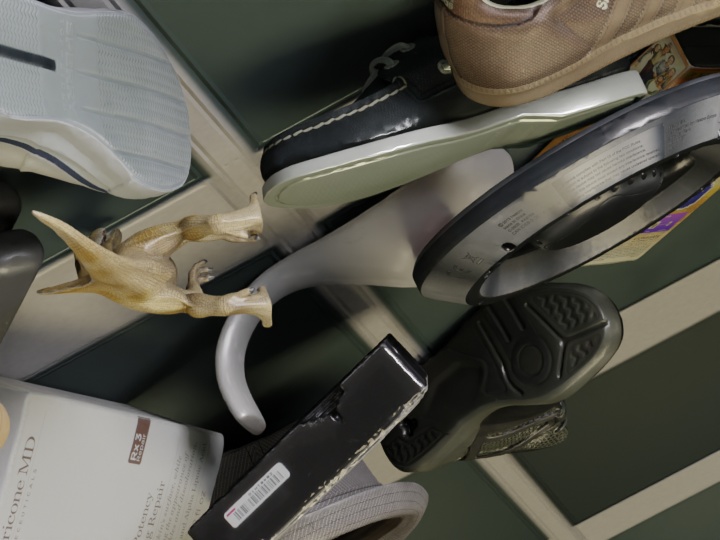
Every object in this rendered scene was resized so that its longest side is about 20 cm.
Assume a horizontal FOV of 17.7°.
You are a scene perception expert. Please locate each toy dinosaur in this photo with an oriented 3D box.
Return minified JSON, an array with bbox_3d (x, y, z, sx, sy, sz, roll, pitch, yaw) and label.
[{"bbox_3d":[-0.090,0.001,0.994,0.101,0.059,0.200,-7,179,-4],"label":"toy dinosaur"}]

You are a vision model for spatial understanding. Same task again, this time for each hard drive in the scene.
[{"bbox_3d":[-0.023,0.095,1.236,0.140,0.038,0.200,-44,179,0],"label":"hard drive"}]

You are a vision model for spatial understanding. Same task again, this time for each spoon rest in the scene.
[{"bbox_3d":[0.000,0.000,1.223,0.200,0.061,0.099,-40,160,-2],"label":"spoon rest"}]

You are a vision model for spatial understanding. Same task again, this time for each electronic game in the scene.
[{"bbox_3d":[0.115,-0.040,1.166,0.199,0.042,0.200,-28,169,-6],"label":"electronic game"}]

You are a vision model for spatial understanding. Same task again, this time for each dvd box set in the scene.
[{"bbox_3d":[0.160,-0.065,1.270,0.146,0.030,0.200,-6,152,-41],"label":"dvd box set"}]

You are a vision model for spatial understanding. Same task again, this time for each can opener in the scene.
[{"bbox_3d":[-0.205,0.034,1.050,0.067,0.054,0.200,-13,154,-33],"label":"can opener"}]

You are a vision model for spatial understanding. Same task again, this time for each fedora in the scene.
[{"bbox_3d":[-0.051,0.147,1.437,0.176,0.091,0.200,-26,166,2],"label":"fedora"}]

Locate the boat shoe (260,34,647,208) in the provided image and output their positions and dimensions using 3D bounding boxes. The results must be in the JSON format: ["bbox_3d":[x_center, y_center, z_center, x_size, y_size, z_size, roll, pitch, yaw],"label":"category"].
[{"bbox_3d":[0.036,-0.079,1.055,0.199,0.061,0.076,-16,171,-30],"label":"boat shoe"}]

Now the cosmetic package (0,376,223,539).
[{"bbox_3d":[-0.157,0.114,1.204,0.074,0.102,0.200,14,178,26],"label":"cosmetic package"}]

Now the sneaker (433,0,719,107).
[{"bbox_3d":[0.122,-0.145,0.990,0.200,0.070,0.076,-33,139,-8],"label":"sneaker"}]

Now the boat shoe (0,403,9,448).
[{"bbox_3d":[-0.248,0.085,1.035,0.199,0.074,0.069,-11,161,22],"label":"boat shoe"}]

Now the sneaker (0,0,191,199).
[{"bbox_3d":[-0.132,-0.070,0.893,0.070,0.073,0.200,-6,168,22],"label":"sneaker"}]

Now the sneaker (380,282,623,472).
[{"bbox_3d":[0.109,0.062,1.453,0.114,0.077,0.199,-7,155,-44],"label":"sneaker"}]
